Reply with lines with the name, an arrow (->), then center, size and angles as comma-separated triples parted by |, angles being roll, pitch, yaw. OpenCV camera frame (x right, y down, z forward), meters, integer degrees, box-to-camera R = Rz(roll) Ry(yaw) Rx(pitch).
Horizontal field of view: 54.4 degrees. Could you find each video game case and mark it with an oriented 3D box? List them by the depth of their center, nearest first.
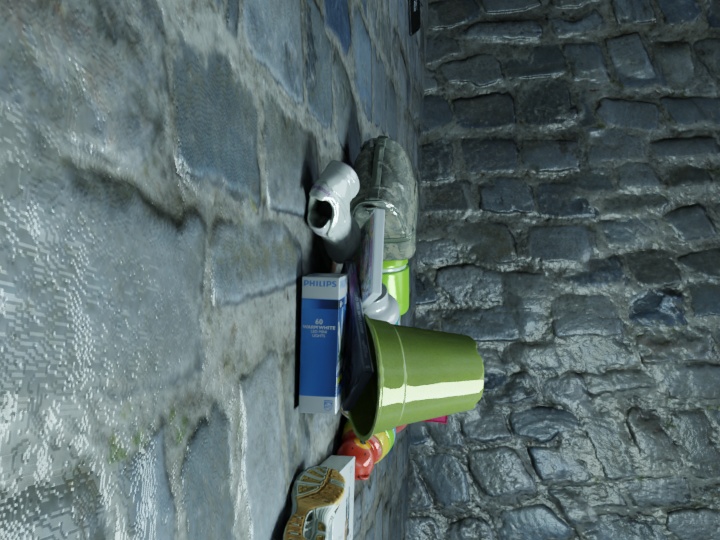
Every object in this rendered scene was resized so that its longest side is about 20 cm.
video game case -> -0.019, 0.104, 1.127 | 0.143, 0.019, 0.200 | 113, -27, -53
video game case -> 0.000, 0.000, 1.160 | 0.200, 0.018, 0.143 | 131, -35, -66

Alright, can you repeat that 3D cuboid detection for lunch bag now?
lunch bag -> 0.040, -0.142, 1.366 | 0.168, 0.139, 0.200 | 82, 12, -50

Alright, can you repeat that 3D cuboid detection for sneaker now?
sneaker -> -0.076, 0.364, 1.006 | 0.200, 0.076, 0.088 | -59, 165, -66
sneaker -> -0.051, -0.075, 1.096 | 0.100, 0.075, 0.200 | -51, 153, -34

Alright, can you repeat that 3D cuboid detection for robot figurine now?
robot figurine -> 0.047, 0.026, 1.513 | 0.175, 0.116, 0.200 | -43, 134, -66

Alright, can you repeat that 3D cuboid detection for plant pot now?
plant pot -> 0.088, 0.165, 1.125 | 0.200, 0.190, 0.200 | 180, -90, -73

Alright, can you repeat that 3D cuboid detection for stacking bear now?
stacking bear -> 0.011, 0.335, 1.391 | 0.114, 0.121, 0.200 | -63, 173, 28

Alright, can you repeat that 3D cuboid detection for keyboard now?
keyboard -> 0.187, -0.958, 2.524 | 0.104, 0.040, 0.200 | -46, 144, -41

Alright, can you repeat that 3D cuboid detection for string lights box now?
string lights box -> -0.055, 0.106, 1.059 | 0.103, 0.059, 0.200 | -28, 120, -83

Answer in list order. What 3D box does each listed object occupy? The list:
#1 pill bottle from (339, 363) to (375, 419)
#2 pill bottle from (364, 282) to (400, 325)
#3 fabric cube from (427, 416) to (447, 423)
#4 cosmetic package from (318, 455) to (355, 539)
pill bottle -> 0.004, 0.205, 1.299 | 0.109, 0.109, 0.200 | -79, 167, -45
pill bottle -> 0.026, 0.116, 1.419 | 0.111, 0.111, 0.200 | -78, 165, -49
fabric cube -> 0.172, 0.330, 2.111 | 0.199, 0.196, 0.200 | -49, 141, -76
cosmetic package -> -0.049, 0.407, 1.194 | 0.200, 0.052, 0.151 | 29, 61, -80
